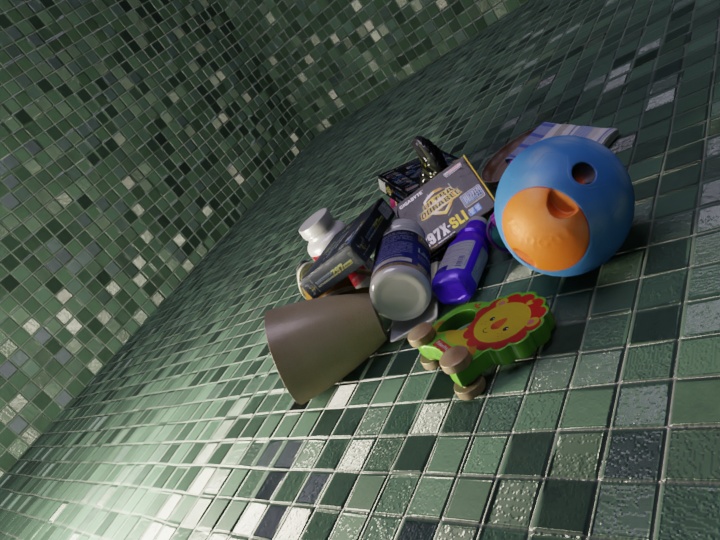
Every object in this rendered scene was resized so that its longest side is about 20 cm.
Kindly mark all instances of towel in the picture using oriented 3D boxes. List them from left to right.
[{"bbox_3d":[0.408,-0.253,1.201,0.147,0.024,0.199,-43,34,-12],"label":"towel"}]

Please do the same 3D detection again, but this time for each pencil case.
[{"bbox_3d":[0.293,-0.124,1.098,0.084,0.093,0.201,-24,25,36],"label":"pencil case"}]

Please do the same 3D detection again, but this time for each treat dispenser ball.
[{"bbox_3d":[0.298,-0.094,0.865,0.199,0.202,0.202,-34,21,14],"label":"treat dispenser ball"}]

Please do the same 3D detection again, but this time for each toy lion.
[{"bbox_3d":[0.188,0.094,0.888,0.190,0.069,0.200,-36,19,-9],"label":"toy lion"}]

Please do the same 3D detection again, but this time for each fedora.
[{"bbox_3d":[-0.066,0.052,1.267,0.197,0.083,0.201,-23,-11,-5],"label":"fedora"}]

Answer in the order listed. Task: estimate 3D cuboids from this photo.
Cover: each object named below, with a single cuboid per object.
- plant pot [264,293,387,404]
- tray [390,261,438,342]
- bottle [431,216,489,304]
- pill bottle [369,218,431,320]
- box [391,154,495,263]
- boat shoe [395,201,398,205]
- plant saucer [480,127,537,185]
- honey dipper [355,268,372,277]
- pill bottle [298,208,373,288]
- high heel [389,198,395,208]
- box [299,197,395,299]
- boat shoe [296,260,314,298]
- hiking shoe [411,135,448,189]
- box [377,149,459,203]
[{"bbox_3d":[-0.054,0.127,1.111,0.196,0.191,0.188,-22,22,4],"label":"plant pot"},{"bbox_3d":[0.111,0.062,1.136,0.106,0.022,0.201,-31,22,23],"label":"tray"},{"bbox_3d":[0.198,-0.025,1.099,0.082,0.066,0.201,-19,29,40],"label":"bottle"},{"bbox_3d":[0.079,-0.009,1.123,0.114,0.116,0.202,-30,26,24],"label":"pill bottle"},{"bbox_3d":[0.183,-0.127,1.255,0.198,0.049,0.162,-35,55,13],"label":"box"},{"bbox_3d":[0.123,-0.153,1.481,0.072,0.062,0.201,-57,13,20],"label":"boat shoe"},{"bbox_3d":[0.366,-0.255,1.332,0.198,0.032,0.201,-34,21,15],"label":"plant saucer"},{"bbox_3d":[0.000,0.000,1.270,0.197,0.038,0.038,16,54,39],"label":"honey dipper"},{"bbox_3d":[-0.054,-0.042,1.386,0.111,0.201,0.113,-33,20,14],"label":"pill bottle"},{"bbox_3d":[0.162,-0.202,1.594,0.066,0.099,0.198,0,7,-40],"label":"high heel"},{"bbox_3d":[-0.024,-0.046,1.168,0.157,0.051,0.201,-36,13,37],"label":"box"},{"bbox_3d":[-0.111,0.026,1.355,0.075,0.200,0.066,-45,58,-3],"label":"boat shoe"},{"bbox_3d":[0.160,-0.208,1.356,0.099,0.203,0.076,-28,7,28],"label":"hiking shoe"},{"bbox_3d":[0.163,-0.236,1.487,0.197,0.047,0.159,-26,34,-16],"label":"box"}]
